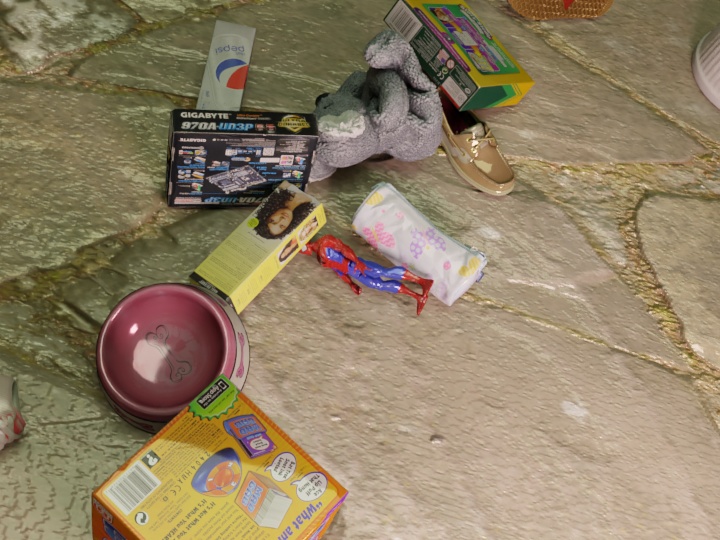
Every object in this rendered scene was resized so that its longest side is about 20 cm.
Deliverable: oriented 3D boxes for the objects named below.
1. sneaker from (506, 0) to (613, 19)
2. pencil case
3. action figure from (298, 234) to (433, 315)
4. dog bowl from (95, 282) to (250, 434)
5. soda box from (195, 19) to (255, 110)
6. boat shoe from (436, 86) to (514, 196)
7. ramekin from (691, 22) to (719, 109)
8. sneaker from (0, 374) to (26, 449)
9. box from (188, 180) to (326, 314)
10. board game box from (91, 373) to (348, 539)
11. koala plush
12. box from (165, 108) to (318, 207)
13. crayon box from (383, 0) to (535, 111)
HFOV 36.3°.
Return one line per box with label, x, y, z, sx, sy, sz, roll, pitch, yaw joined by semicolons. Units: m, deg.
sneaker;0.332;-0.485;1.886;0.199;0.075;0.090;1;53;-20
pencil case;0.082;-0.039;1.563;0.200;0.091;0.083;37;38;10
action figure;0.000;0.000;1.535;0.199;0.066;0.052;25;57;9
dog bowl;-0.242;0.104;1.386;0.199;0.074;0.201;0;76;1
soda box;-0.204;-0.274;1.640;0.063;0.068;0.201;12;59;-7
boat shoe;0.167;-0.201;1.687;0.074;0.066;0.200;-34;74;-27
ramekin;0.680;-0.360;1.874;0.199;0.105;0.201;6;60;-10
sneaker;-0.460;0.207;1.310;0.104;0.075;0.201;5;57;-5
box;-0.139;-0.030;1.507;0.075;0.050;0.200;31;67;25
board game box;-0.167;0.285;1.265;0.200;0.200;0.200;41;61;11
koala plush;0.002;-0.213;1.601;0.200;0.177;0.184;-33;83;-30
box;-0.167;-0.152;1.527;0.199;0.159;0.046;-1;55;-13
crayon box;0.157;-0.344;1.730;0.172;0.058;0.200;-15;62;-52
